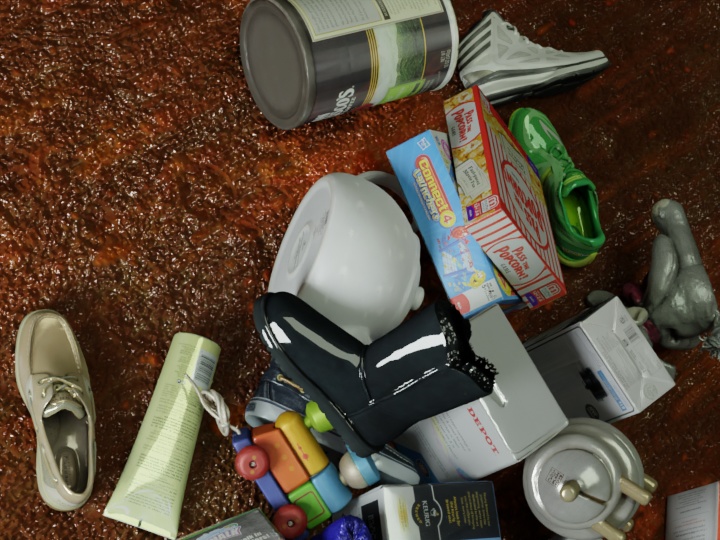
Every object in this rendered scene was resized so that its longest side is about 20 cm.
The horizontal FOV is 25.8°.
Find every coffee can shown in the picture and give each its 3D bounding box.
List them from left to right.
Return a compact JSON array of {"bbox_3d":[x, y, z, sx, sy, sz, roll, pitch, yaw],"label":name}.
[{"bbox_3d":[-0.013,-0.250,1.741,0.199,0.146,0.147,-18,81,-29],"label":"coffee can"}]

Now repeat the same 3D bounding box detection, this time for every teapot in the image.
[{"bbox_3d":[0.000,0.000,1.640,0.145,0.197,0.201,21,97,-17],"label":"teapot"}]

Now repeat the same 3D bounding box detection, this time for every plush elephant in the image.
[{"bbox_3d":[0.327,0.051,1.806,0.154,0.165,0.200,-17,40,7],"label":"plush elephant"}]

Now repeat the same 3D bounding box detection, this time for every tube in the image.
[{"bbox_3d":[-0.193,0.162,1.576,0.058,0.052,0.201,6,67,22],"label":"tube"}]

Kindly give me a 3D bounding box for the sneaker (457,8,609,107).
[{"bbox_3d":[0.202,-0.268,1.887,0.200,0.076,0.116,-14,81,-26],"label":"sneaker"}]

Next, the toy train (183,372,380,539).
[{"bbox_3d":[-0.074,0.158,1.558,0.115,0.085,0.201,-31,99,0],"label":"toy train"}]

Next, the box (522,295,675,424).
[{"bbox_3d":[0.236,0.114,1.700,0.060,0.200,0.117,-33,90,-28],"label":"box"}]

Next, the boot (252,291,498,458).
[{"bbox_3d":[0.016,0.068,1.503,0.200,0.168,0.076,52,26,-10],"label":"boot"}]

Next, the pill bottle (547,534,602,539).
[{"bbox_3d":[0.263,0.371,1.672,0.112,0.112,0.201,-30,85,-30],"label":"pill bottle"}]

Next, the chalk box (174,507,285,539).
[{"bbox_3d":[-0.118,0.317,1.484,0.124,0.200,0.124,-19,111,-17],"label":"chalk box"}]

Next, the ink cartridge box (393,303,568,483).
[{"bbox_3d":[0.105,0.138,1.630,0.084,0.200,0.145,-29,86,-29],"label":"ink cartridge box"}]

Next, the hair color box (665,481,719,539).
[{"bbox_3d":[0.387,0.345,1.746,0.061,0.101,0.201,16,67,-20],"label":"hair color box"}]

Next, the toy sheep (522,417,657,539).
[{"bbox_3d":[0.230,0.216,1.614,0.137,0.200,0.139,-1,86,12],"label":"toy sheep"}]

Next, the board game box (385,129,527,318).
[{"bbox_3d":[0.120,-0.048,1.718,0.197,0.056,0.200,67,19,7],"label":"board game box"}]

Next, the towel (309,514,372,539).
[{"bbox_3d":[-0.023,0.320,1.509,0.049,0.200,0.148,-9,75,-17],"label":"towel"}]

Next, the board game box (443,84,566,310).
[{"bbox_3d":[0.153,-0.079,1.683,0.152,0.046,0.201,48,25,-40],"label":"board game box"}]

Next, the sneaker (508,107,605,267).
[{"bbox_3d":[0.238,-0.105,1.843,0.074,0.084,0.201,-19,80,-28],"label":"sneaker"}]

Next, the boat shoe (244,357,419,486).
[{"bbox_3d":[-0.016,0.154,1.642,0.200,0.071,0.091,28,67,-11],"label":"boat shoe"}]

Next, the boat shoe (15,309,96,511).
[{"bbox_3d":[-0.290,0.130,1.528,0.072,0.065,0.201,-2,74,-25],"label":"boat shoe"}]

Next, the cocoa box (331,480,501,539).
[{"bbox_3d":[0.064,0.323,1.585,0.131,0.133,0.201,0,72,-26],"label":"cocoa box"}]
